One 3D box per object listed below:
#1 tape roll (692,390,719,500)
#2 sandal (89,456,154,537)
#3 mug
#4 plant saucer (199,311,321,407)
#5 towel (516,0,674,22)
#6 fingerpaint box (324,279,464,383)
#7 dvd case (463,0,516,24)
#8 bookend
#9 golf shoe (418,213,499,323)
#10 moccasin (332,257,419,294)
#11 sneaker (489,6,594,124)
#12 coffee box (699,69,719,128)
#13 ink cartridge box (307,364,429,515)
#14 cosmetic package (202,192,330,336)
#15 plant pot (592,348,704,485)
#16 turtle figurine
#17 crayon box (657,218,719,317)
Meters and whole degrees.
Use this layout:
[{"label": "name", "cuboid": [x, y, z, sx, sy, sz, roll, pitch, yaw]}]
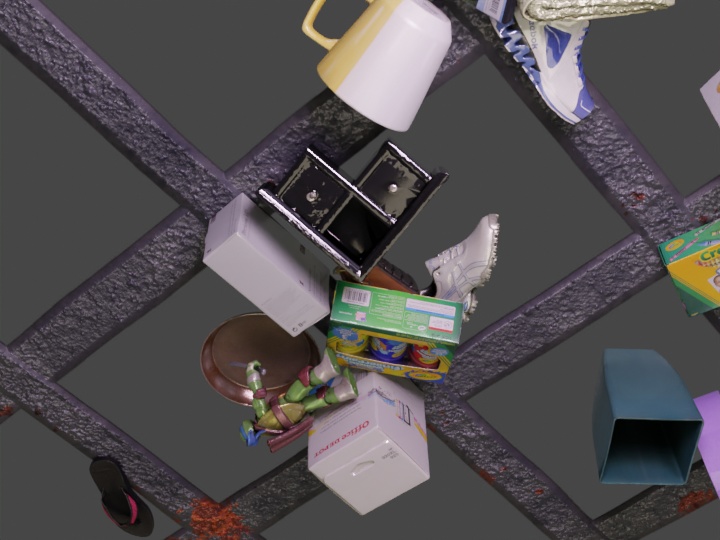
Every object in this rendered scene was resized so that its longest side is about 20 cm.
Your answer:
[{"label": "tape roll", "cuboid": [0.607, 0.306, 1.937, 0.065, 0.201, 0.201, -23, 123, 14]}, {"label": "sandal", "cuboid": [-0.436, 0.420, 2.090, 0.075, 0.045, 0.201, -15, 125, 9]}, {"label": "mug", "cuboid": [0.029, -0.297, 1.532, 0.186, 0.150, 0.154, 25, 114, -26]}, {"label": "plant saucer", "cuboid": [-0.163, 0.141, 1.904, 0.198, 0.035, 0.202, 0, 125, -1]}, {"label": "towel", "cuboid": [0.287, -0.365, 1.473, 0.198, 0.149, 0.037, -7, 127, -4]}, {"label": "fingerpaint box", "cuboid": [0.048, 0.099, 1.801, 0.198, 0.074, 0.167, 11, 153, -1]}, {"label": "dvd case", "cuboid": [0.122, -0.412, 1.435, 0.200, 0.018, 0.143, 37, 139, 26]}, {"label": "bookend", "cuboid": [-0.010, -0.126, 1.657, 0.198, 0.092, 0.200, 40, 99, -6]}, {"label": "golf shoe", "cuboid": [0.151, -0.007, 1.783, 0.097, 0.079, 0.201, 17, 123, -6]}, {"label": "moccasin", "cuboid": [0.000, -0.001, 1.788, 0.078, 0.074, 0.201, -43, 126, 17]}, {"label": "sneaker", "cuboid": [0.276, -0.300, 1.569, 0.115, 0.081, 0.199, -33, 118, 23]}, {"label": "coffee box", "cuboid": [0.618, -0.211, 1.568, 0.199, 0.200, 0.198, 32, 120, -23]}, {"label": "ink cartridge box", "cuboid": [0.012, 0.261, 1.891, 0.147, 0.201, 0.145, -34, 120, 21]}, {"label": "cosmetic package", "cuboid": [-0.140, -0.008, 1.751, 0.081, 0.113, 0.200, -35, 122, 22]}, {"label": "plant pot", "cuboid": [0.450, 0.224, 1.875, 0.140, 0.201, 0.142, 2, 126, -2]}, {"label": "turtle figurine", "cuboid": [-0.112, 0.185, 1.843, 0.193, 0.200, 0.145, -27, 99, 12]}, {"label": "crayon box", "cuboid": [0.577, -0.021, 1.789, 0.199, 0.058, 0.119, -24, 123, 16]}]
